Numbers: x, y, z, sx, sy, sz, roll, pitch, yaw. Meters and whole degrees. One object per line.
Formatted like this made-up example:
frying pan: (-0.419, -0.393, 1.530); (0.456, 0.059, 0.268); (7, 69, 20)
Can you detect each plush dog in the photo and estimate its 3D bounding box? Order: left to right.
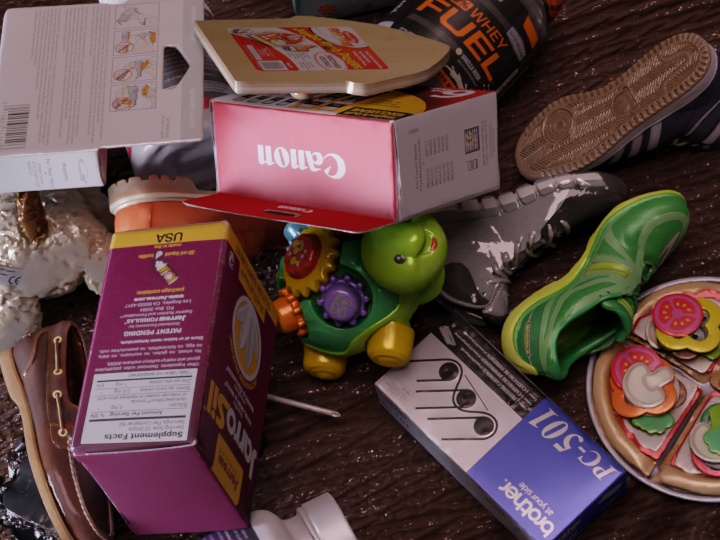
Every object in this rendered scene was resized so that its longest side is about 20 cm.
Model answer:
plush dog: (-0.281, -0.042, 1.757); (0.199, 0.161, 0.172); (-26, 39, -7)

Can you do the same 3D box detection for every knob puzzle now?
knob puzzle: (-0.023, -0.166, 1.669); (0.217, 0.031, 0.220); (3, 21, -1)

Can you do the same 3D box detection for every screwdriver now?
screwdriver: (-0.111, 0.094, 1.713); (0.198, 0.029, 0.028); (12, 64, 18)

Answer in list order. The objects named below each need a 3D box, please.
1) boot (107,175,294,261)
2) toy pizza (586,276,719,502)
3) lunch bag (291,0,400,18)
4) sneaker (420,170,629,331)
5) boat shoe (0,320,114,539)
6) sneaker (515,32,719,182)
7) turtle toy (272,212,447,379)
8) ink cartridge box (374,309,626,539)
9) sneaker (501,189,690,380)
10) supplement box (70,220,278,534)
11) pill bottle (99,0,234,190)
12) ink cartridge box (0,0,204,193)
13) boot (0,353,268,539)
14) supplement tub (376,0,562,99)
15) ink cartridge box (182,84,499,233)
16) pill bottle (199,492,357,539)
boot: (-0.114, -0.017, 1.729); (0.198, 0.075, 0.108); (0, 72, -30)
toy pizza: (0.282, 0.090, 1.673); (0.198, 0.032, 0.202); (-3, 62, 5)
lunch bag: (0.001, -0.324, 1.830); (0.169, 0.200, 0.123); (-12, 61, -1)
sneaker: (0.134, -0.008, 1.727); (0.198, 0.075, 0.117); (-12, 66, 11)
boat shoe: (-0.226, 0.127, 1.614); (0.070, 0.070, 0.201); (-26, 60, 4)
sneaker: (0.237, -0.123, 1.779); (0.199, 0.108, 0.071); (-31, 61, 24)
turtle toy: (0.000, 0.000, 1.673); (0.199, 0.101, 0.147); (-14, 59, 44)
ink cartridge box: (0.112, 0.133, 1.662); (0.094, 0.044, 0.200); (-41, 65, -13)
sneaker: (0.206, 0.019, 1.688); (0.200, 0.074, 0.083); (-45, 43, -10)
supplement box: (-0.138, 0.082, 1.579); (0.102, 0.131, 0.201); (-5, 55, 16)
pill bottle: (-0.170, -0.175, 1.820); (0.110, 0.111, 0.201); (-18, 62, -3)
ink cartridge box: (-0.213, -0.148, 1.703); (0.172, 0.044, 0.201); (-3, 43, -1)
boot: (-0.191, 0.166, 1.663); (0.197, 0.074, 0.163); (19, 63, 23)
supplement tub: (0.078, -0.193, 1.795); (0.122, 0.123, 0.200); (35, 71, 22)
ink cartridge box: (-0.019, -0.096, 1.640); (0.199, 0.085, 0.175); (9, 20, 39)
pill bottle: (-0.093, 0.253, 1.583); (0.199, 0.112, 0.112); (-28, 62, -8)
